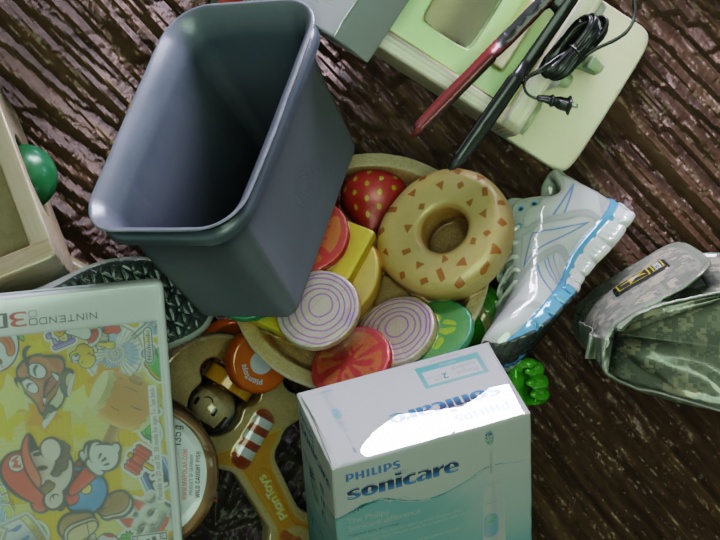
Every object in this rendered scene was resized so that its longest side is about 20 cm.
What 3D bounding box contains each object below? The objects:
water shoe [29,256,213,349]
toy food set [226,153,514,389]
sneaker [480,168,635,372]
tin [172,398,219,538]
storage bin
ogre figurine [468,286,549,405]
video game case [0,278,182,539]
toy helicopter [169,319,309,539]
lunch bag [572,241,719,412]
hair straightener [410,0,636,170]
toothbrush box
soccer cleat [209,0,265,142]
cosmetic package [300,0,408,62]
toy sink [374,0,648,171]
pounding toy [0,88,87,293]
[{"bbox_3d":[-0.205,0.038,1.612,0.199,0.079,0.072,-11,81,-13],"label":"water shoe"},{"bbox_3d":[0.000,0.000,1.622,0.199,0.049,0.199,21,69,20],"label":"toy food set"},{"bbox_3d":[0.122,-0.004,1.654,0.087,0.200,0.075,40,135,0],"label":"sneaker"},{"bbox_3d":[-0.198,0.143,1.597,0.199,0.042,0.113,0,93,-15],"label":"tin"},{"bbox_3d":[-0.090,-0.067,1.573,0.145,0.135,0.201,0,53,28],"label":"storage bin"},{"bbox_3d":[0.042,0.033,1.679,0.120,0.098,0.201,-31,104,-12],"label":"ogre figurine"},{"bbox_3d":[-0.218,0.113,1.558,0.181,0.023,0.201,-6,99,-14],"label":"video game case"},{"bbox_3d":[-0.092,0.142,1.684,0.132,0.079,0.201,-33,108,-18],"label":"toy helicopter"},{"bbox_3d":[0.256,0.043,1.650,0.199,0.164,0.118,4,97,-2],"label":"lunch bag"},{"bbox_3d":[0.128,-0.144,1.597,0.077,0.041,0.200,43,86,-2],"label":"hair straightener"},{"bbox_3d":[0.040,0.166,1.587,0.146,0.085,0.201,-15,131,-12],"label":"toothbrush box"},{"bbox_3d":[-0.093,-0.109,1.685,0.085,0.069,0.201,15,87,2],"label":"soccer cleat"},{"bbox_3d":[-0.028,-0.257,1.631,0.200,0.052,0.151,35,92,39],"label":"cosmetic package"},{"bbox_3d":[0.108,-0.176,1.665,0.199,0.112,0.131,33,91,-3],"label":"toy sink"},{"bbox_3d":[-0.282,-0.028,1.657,0.199,0.142,0.185,-22,75,-2],"label":"pounding toy"}]
